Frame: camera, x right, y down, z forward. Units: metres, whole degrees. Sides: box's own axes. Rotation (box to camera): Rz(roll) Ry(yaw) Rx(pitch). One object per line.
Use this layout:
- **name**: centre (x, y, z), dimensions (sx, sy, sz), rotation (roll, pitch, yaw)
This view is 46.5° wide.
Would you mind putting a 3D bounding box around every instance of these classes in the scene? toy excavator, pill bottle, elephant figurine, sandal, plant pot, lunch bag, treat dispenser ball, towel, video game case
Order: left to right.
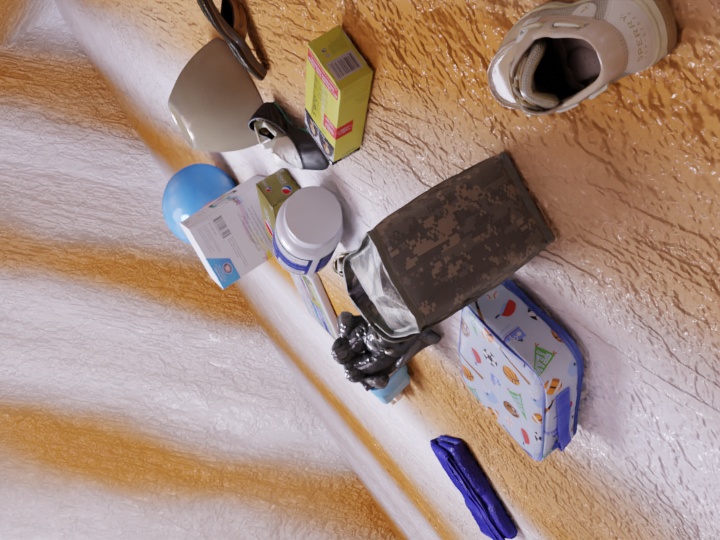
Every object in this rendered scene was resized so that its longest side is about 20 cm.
- **treat dispenser ball**: centre (-0.397, -0.164, 2.099), dimensions (0.202, 0.199, 0.202), rotation (52, 165, 20)
- **plant pot**: centre (-0.268, -0.294, 1.513), dimensions (0.201, 0.133, 0.201), rotation (52, 165, 20)
- **sandal**: centre (-0.192, -0.373, 1.263), dimensions (0.201, 0.054, 0.082), rotation (51, 179, -38)
- **pill bottle**: centre (-0.088, -0.066, 1.412), dimensions (0.117, 0.115, 0.200), rotation (56, 166, 5)
- **video game case**: centre (-0.109, 0.059, 1.949), dimensions (0.182, 0.022, 0.203), rotation (40, 156, 53)
- **toy excavator**: centre (0.046, 0.209, 1.604), dimensions (0.202, 0.099, 0.194), rotation (55, 170, -26)
- **elephant figurine**: centre (0.052, 0.093, 1.268), dimensions (0.139, 0.158, 0.200), rotation (26, 145, -18)
- **lunch bag**: centre (0.076, -0.013, 0.849), dimensions (0.119, 0.162, 0.200), rotation (60, 167, 2)
- **towel**: centre (0.200, 0.402, 1.546), dimensions (0.202, 0.049, 0.148), rotation (58, 165, 0)
- **lunch bag**: centre (0.183, 0.117, 0.947), dimensions (0.160, 0.075, 0.202), rotation (44, 160, 37)

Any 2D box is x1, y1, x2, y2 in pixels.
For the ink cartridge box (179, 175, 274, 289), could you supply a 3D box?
- **ink cartridge box**: centre (-0.256, -0.086, 1.780), dimensions (0.149, 0.198, 0.146), rotation (61, 167, -17)

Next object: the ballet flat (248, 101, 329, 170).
- **ballet flat**: centre (-0.119, -0.200, 1.327), dimensions (0.200, 0.068, 0.069), rotation (44, 161, 44)

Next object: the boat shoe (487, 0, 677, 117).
- **boat shoe**: centre (0.131, -0.143, 0.582), dimensions (0.073, 0.064, 0.199), rotation (60, 166, -12)

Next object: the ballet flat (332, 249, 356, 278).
- **ballet flat**: centre (0.000, 0.000, 1.323), dimensions (0.200, 0.061, 0.069), rotation (-177, 87, -73)

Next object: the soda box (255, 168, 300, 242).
- **soda box**: centre (-0.151, -0.111, 1.633), dimensions (0.064, 0.067, 0.201), rotation (52, 165, 21)

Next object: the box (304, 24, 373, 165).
- **box**: centre (-0.030, -0.209, 1.036), dimensions (0.076, 0.050, 0.200), rotation (56, 166, 11)
